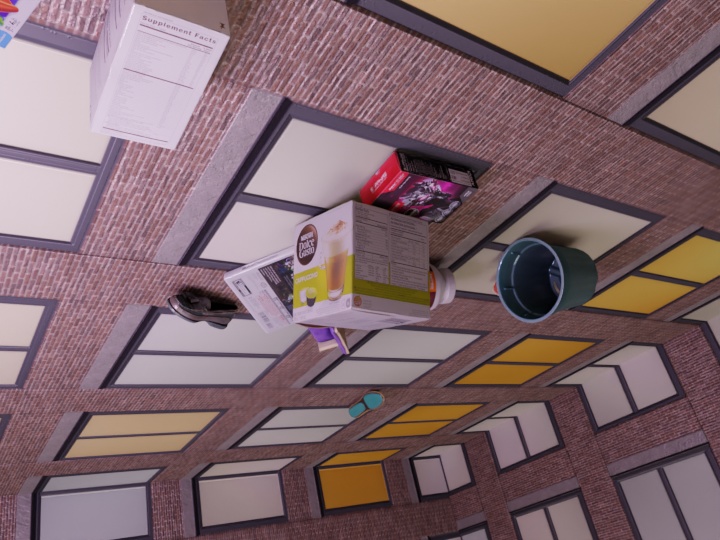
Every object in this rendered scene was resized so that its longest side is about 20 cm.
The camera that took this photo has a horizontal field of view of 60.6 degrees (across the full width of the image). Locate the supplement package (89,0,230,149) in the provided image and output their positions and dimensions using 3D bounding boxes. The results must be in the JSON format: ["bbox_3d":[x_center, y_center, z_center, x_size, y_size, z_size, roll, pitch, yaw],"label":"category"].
[{"bbox_3d":[-0.248,-0.262,0.743,0.112,0.111,0.200,7,146,-35],"label":"supplement package"}]

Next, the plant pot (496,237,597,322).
[{"bbox_3d":[0.477,0.019,1.539,0.193,0.203,0.200,-3,152,-38],"label":"plant pot"}]

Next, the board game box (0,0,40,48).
[{"bbox_3d":[-0.378,-0.334,0.619,0.198,0.046,0.133,-31,148,28],"label":"board game box"}]

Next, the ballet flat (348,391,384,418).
[{"bbox_3d":[0.030,0.496,2.329,0.199,0.069,0.063,-35,174,38],"label":"ballet flat"}]

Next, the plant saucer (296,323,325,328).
[{"bbox_3d":[-0.092,0.054,1.428,0.196,0.037,0.203,-4,134,-4],"label":"plant saucer"}]

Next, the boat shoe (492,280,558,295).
[{"bbox_3d":[0.455,0.040,1.676,0.196,0.073,0.063,-3,157,-17],"label":"boat shoe"}]

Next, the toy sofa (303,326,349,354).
[{"bbox_3d":[-0.091,0.153,1.590,0.081,0.099,0.201,-16,153,2],"label":"toy sofa"}]

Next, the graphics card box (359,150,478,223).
[{"bbox_3d":[0.113,-0.154,1.178,0.197,0.052,0.125,6,146,-35],"label":"graphics card box"}]

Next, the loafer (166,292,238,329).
[{"bbox_3d":[-0.350,0.079,1.379,0.063,0.072,0.200,-41,154,8],"label":"loafer"}]

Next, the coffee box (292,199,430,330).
[{"bbox_3d":[0.000,0.000,1.198,0.197,0.202,0.198,10,164,-37],"label":"coffee box"}]

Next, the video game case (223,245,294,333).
[{"bbox_3d":[-0.176,0.046,1.369,0.179,0.024,0.201,-20,132,11],"label":"video game case"}]

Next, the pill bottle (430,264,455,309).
[{"bbox_3d":[0.122,0.040,1.470,0.196,0.115,0.113,-3,150,-23],"label":"pill bottle"}]
